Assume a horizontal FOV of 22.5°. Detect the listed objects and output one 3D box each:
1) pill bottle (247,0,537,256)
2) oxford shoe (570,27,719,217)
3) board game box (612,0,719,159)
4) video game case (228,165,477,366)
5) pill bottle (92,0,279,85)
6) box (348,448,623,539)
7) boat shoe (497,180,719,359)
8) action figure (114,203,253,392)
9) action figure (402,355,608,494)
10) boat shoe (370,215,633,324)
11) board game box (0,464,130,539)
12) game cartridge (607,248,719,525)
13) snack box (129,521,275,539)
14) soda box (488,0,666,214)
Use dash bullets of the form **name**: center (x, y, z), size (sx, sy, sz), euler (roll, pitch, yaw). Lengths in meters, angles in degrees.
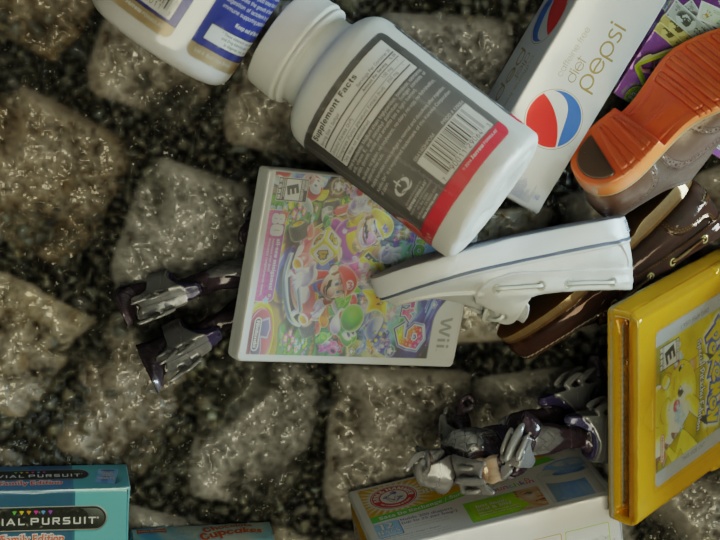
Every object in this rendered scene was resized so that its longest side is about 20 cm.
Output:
- **pill bottle**: center (0.020, -0.111, 1.300), size (0.200, 0.111, 0.111), euler (38, 99, 9)
- **oxford shoe**: center (0.249, -0.116, 1.382), size (0.199, 0.071, 0.073), euler (-35, 141, -2)
- **board game box**: center (0.304, -0.144, 1.420), size (0.199, 0.032, 0.121), euler (29, 98, -19)
- **video game case**: center (0.000, 0.000, 1.368), size (0.199, 0.018, 0.144), euler (3, 102, -34)
- **pill bottle**: center (-0.090, -0.241, 1.261), size (0.115, 0.116, 0.201), euler (32, 100, -19)
- **box**: center (0.100, 0.222, 1.455), size (0.198, 0.113, 0.102), euler (-13, 111, -9)
- **boat shoe**: center (0.201, 0.007, 1.426), size (0.200, 0.070, 0.070), euler (-40, 109, 3)
- **action figure**: center (-0.081, 0.014, 1.374), size (0.199, 0.069, 0.131), euler (-25, 106, -6)
- **action figure**: center (0.120, 0.129, 1.418), size (0.199, 0.130, 0.070), euler (-14, 109, -25)
- **boat shoe**: center (0.109, 0.008, 1.351), size (0.198, 0.074, 0.066), euler (-12, 93, -1)
- **board game box**: center (-0.259, 0.254, 1.427), size (0.150, 0.047, 0.202), euler (0, 108, -11)
- **game cartridge**: center (0.261, 0.083, 1.425), size (0.199, 0.032, 0.178), euler (-23, 118, -43)
- **snack box**: center (-0.130, 0.305, 1.476), size (0.115, 0.037, 0.202), euler (-1, 108, -12)
- **soda box**: center (0.151, -0.150, 1.365), size (0.063, 0.068, 0.201), euler (28, 101, -18)
